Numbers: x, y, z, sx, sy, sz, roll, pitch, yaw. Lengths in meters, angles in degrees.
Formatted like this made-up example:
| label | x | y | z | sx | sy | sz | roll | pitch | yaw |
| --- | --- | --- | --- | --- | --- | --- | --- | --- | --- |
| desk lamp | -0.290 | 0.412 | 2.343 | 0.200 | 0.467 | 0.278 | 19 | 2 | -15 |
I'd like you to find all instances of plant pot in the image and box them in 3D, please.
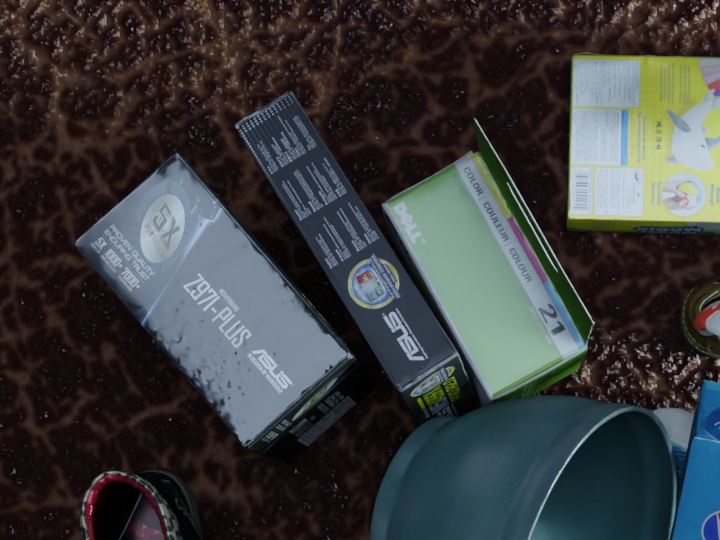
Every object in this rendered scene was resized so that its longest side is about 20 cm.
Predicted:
| label | x | y | z | sx | sy | sz | roll | pitch | yaw |
| --- | --- | --- | --- | --- | --- | --- | --- | --- | --- |
| plant pot | 0.091 | 0.164 | 1.235 | 0.134 | 0.200 | 0.201 | 17 | 81 | 33 |

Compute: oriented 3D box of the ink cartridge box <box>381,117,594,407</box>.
| label | x | y | z | sx | sy | sz | roll | pitch | yaw |
| --- | --- | --- | --- | --- | --- | --- | --- | --- | --- |
| ink cartridge box | 0.077 | 0.001 | 1.243 | 0.075 | 0.200 | 0.148 | -28 | 80 | -1 |

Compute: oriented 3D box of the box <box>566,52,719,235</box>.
| label | x | y | z | sx | sy | sz | roll | pitch | yaw |
| --- | --- | --- | --- | --- | --- | --- | --- | --- | --- |
| box | 0.239 | -0.083 | 1.325 | 0.199 | 0.048 | 0.118 | 2 | 81 | 7 |

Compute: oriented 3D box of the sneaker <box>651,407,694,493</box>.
| label | x | y | z | sx | sy | sz | roll | pitch | yaw |
| --- | --- | --- | --- | --- | --- | --- | --- | --- | --- |
| sneaker | 0.277 | 0.126 | 1.281 | 0.199 | 0.077 | 0.081 | 19 | 67 | 5 |

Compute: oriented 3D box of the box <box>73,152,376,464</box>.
| label | x | y | z | sx | sy | sz | roll | pitch | yaw |
| --- | --- | --- | --- | --- | --- | --- | --- | --- | --- |
| box | -0.079 | 0.030 | 1.249 | 0.086 | 0.200 | 0.164 | -41 | 80 | -2 |

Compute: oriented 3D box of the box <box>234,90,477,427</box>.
| label | x | y | z | sx | sy | sz | roll | pitch | yaw |
| --- | --- | --- | --- | --- | --- | --- | --- | --- | --- |
| box | 0.000 | 0.000 | 1.259 | 0.044 | 0.160 | 0.201 | -32 | 74 | -1 |

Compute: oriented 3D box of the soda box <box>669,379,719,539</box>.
| label | x | y | z | sx | sy | sz | roll | pitch | yaw |
| --- | --- | --- | --- | --- | --- | --- | --- | --- | --- |
| soda box | 0.224 | 0.172 | 1.217 | 0.067 | 0.064 | 0.201 | 11 | 122 | 9 |

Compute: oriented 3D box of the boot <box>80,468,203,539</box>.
| label | x | y | z | sx | sy | sz | roll | pitch | yaw |
| --- | --- | --- | --- | --- | --- | --- | --- | --- | --- |
| boot | -0.124 | 0.221 | 1.244 | 0.073 | 0.154 | 0.205 | -16 | 80 | 1 |

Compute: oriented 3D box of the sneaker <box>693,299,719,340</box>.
| label | x | y | z | sx | sy | sz | roll | pitch | yaw |
| --- | --- | --- | --- | --- | --- | --- | --- | --- | --- |
| sneaker | 0.259 | 0.015 | 1.227 | 0.093 | 0.070 | 0.201 | 10 | 88 | 1 |

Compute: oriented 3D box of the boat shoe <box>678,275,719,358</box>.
| label | x | y | z | sx | sy | sz | roll | pitch | yaw |
| --- | --- | --- | --- | --- | --- | --- | --- | --- | --- |
| boat shoe | 0.309 | 0.019 | 1.292 | 0.199 | 0.068 | 0.072 | -15 | 80 | 1 |
